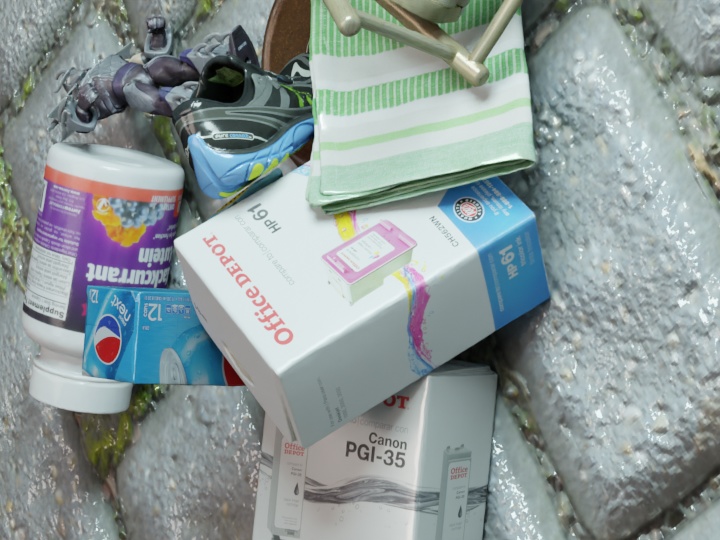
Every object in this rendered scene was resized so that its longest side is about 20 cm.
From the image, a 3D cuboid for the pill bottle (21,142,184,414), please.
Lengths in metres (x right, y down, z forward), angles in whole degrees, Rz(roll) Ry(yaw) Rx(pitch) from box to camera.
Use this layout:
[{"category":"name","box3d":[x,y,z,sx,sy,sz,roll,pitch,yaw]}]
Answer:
[{"category":"pill bottle","box3d":[-0.209,0.007,1.709,0.111,0.111,0.202,21,104,48]}]

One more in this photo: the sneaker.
[{"category":"sneaker","box3d":[-0.066,-0.116,1.451,0.071,0.200,0.083,-28,98,30]}]

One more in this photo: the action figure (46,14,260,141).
[{"category":"action figure","box3d":[-0.169,-0.149,1.684,0.199,0.070,0.130,6,51,39]}]

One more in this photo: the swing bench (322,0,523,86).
[{"category":"swing bench","box3d":[0.038,-0.262,1.355,0.200,0.129,0.200,-56,45,19]}]

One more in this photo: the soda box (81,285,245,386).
[{"category":"soda box","box3d":[-0.094,0.047,1.504,0.068,0.199,0.065,5,92,49]}]

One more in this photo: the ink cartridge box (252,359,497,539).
[{"category":"ink cartridge box","box3d":[0.005,0.156,1.457,0.146,0.082,0.202,8,94,39]}]

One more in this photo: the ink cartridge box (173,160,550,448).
[{"category":"ink cartridge box","box3d":[0.000,0.000,1.394,0.145,0.199,0.085,48,164,39]}]

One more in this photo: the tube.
[{"category":"tube","box3d":[-0.074,-0.036,1.504,0.077,0.200,0.050,-44,85,1]}]

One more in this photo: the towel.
[{"category":"towel","box3d":[0.035,-0.132,1.406,0.151,0.023,0.201,-13,51,15]}]

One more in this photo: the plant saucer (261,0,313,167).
[{"category":"plant saucer","box3d":[-0.012,-0.154,1.548,0.199,0.034,0.202,-5,84,49]}]
